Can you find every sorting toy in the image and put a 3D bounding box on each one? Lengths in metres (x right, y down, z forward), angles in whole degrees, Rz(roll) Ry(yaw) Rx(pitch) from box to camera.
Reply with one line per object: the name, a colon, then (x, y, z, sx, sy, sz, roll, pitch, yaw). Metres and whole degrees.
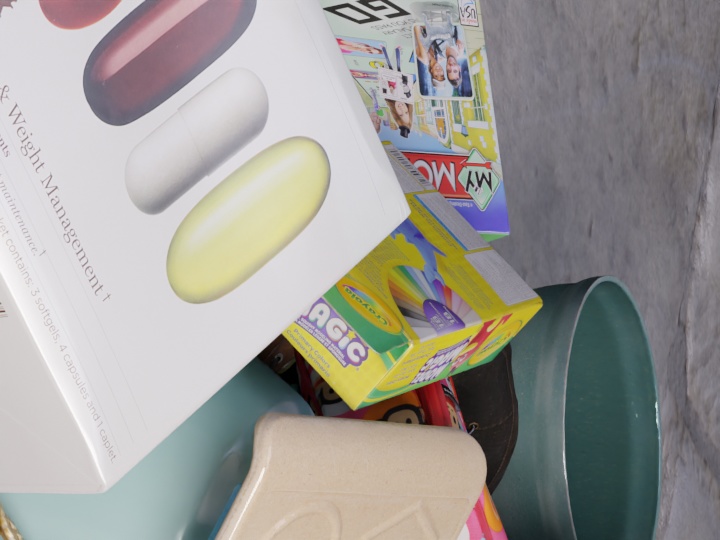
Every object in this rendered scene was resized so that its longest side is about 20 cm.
sorting toy: (-0.034, 0.157, 1.311, 0.185, 0.036, 0.201, 9, 106, -58)

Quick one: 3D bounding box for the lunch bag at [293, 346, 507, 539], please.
lunch bag: (0.022, 0.113, 1.484, 0.177, 0.081, 0.201, -110, -178, -56)

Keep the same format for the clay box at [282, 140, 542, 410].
clay box: (0.000, 0.000, 1.366, 0.115, 0.048, 0.200, 46, 21, 13)

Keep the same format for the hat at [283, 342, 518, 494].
hat: (-0.005, 0.086, 1.645, 0.200, 0.081, 0.201, -26, 142, -22)

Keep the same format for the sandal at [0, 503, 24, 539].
sandal: (-0.157, 0.169, 1.263, 0.069, 0.077, 0.213, 12, 82, -32)

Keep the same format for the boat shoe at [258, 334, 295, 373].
boat shoe: (-0.051, 0.016, 1.584, 0.200, 0.072, 0.068, -37, 126, -53)

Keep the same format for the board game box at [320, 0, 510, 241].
board game box: (-0.008, -0.084, 1.513, 0.199, 0.029, 0.136, 2, 77, -45)

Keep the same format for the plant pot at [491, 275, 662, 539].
plant pot: (0.094, 0.106, 1.831, 0.200, 0.133, 0.202, -2, 90, -68)

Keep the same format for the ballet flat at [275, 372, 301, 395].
ballet flat: (-0.044, 0.121, 1.540, 0.200, 0.070, 0.071, 71, 26, -52)

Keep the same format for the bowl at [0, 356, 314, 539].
bowl: (-0.084, 0.114, 1.355, 0.201, 0.104, 0.202, -52, 153, -41)

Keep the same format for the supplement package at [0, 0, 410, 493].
supplement package: (-0.120, -0.048, 1.161, 0.200, 0.146, 0.192, -43, 117, -38)
